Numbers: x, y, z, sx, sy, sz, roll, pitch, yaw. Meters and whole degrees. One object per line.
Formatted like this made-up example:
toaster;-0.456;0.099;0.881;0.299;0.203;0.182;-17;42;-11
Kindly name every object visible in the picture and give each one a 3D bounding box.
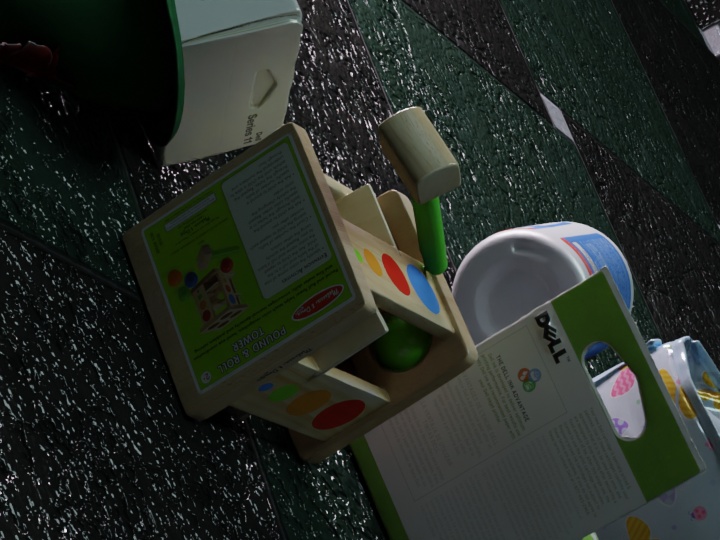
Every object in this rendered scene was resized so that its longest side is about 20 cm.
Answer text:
hat;-0.206;-0.139;1.430;0.200;0.175;0.166;102;-33;-57
ink cartridge box;-0.113;-0.186;1.541;0.147;0.083;0.201;105;-35;-60
pill bottle;0.149;0.019;1.950;0.113;0.112;0.200;60;19;7
pounding bench toy;0.000;0.000;1.448;0.156;0.200;0.125;27;35;-56
ink cartridge box;0.109;0.114;1.548;0.076;0.200;0.148;23;39;-61
lunch bag;0.210;0.164;1.780;0.200;0.169;0.127;59;19;7
